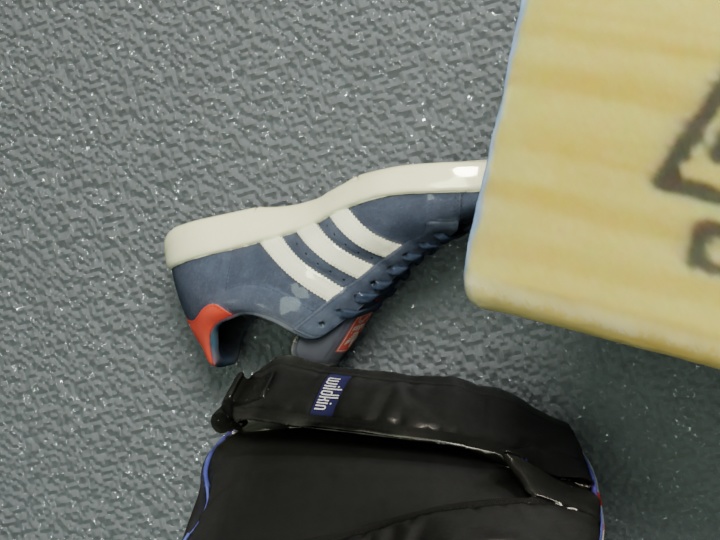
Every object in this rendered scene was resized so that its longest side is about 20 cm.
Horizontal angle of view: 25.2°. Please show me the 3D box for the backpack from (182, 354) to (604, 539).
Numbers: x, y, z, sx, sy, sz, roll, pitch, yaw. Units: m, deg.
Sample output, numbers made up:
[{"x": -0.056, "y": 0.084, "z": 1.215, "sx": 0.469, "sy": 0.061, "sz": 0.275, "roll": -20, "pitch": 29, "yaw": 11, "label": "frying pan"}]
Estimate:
[{"x": 0.020, "y": 0.144, "z": 0.733, "sx": 0.189, "sy": 0.200, "sz": 0.155, "roll": -10, "pitch": 120, "yaw": 10, "label": "backpack"}]

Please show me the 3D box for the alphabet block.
[{"x": 0.182, "y": -0.058, "z": 0.652, "sx": 0.199, "sy": 0.195, "sz": 0.197, "roll": 14, "pitch": 98, "yaw": 25, "label": "alphabet block"}]

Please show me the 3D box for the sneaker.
[{"x": 0.000, "y": 0.000, "z": 0.790, "sx": 0.199, "sy": 0.075, "sz": 0.085, "roll": -14, "pitch": 86, "yaw": 27, "label": "sneaker"}]
